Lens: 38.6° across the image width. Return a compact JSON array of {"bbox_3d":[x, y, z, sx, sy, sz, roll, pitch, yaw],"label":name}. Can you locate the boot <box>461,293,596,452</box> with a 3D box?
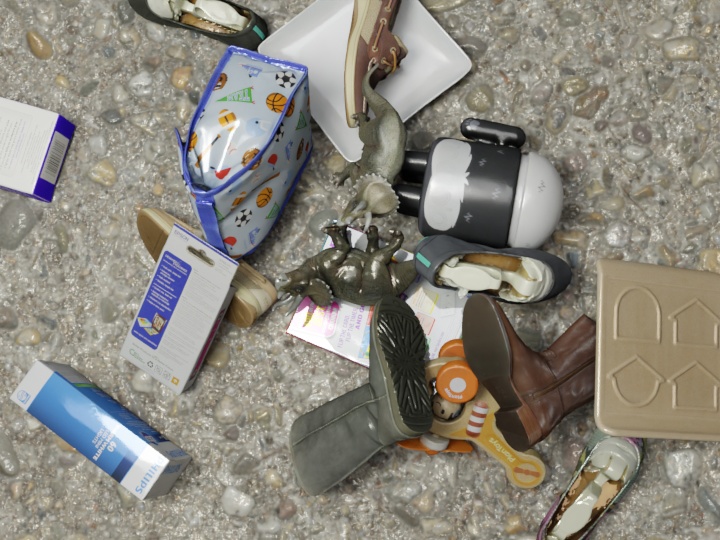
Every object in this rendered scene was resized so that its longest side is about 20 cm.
[{"bbox_3d":[0.211,0.080,1.149,0.200,0.064,0.187,-27,105,-37],"label":"boot"}]

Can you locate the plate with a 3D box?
[{"bbox_3d":[0.006,-0.265,1.295,0.199,0.032,0.200,-39,80,-2],"label":"plate"}]

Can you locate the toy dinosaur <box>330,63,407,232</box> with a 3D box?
[{"bbox_3d":[0.022,-0.135,1.179,0.077,0.102,0.201,21,83,-33],"label":"toy dinosaur"}]

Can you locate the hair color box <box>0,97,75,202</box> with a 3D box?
[{"bbox_3d":[-0.480,-0.168,1.314,0.199,0.065,0.110,17,84,6],"label":"hair color box"}]

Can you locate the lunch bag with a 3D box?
[{"bbox_3d":[-0.141,-0.127,1.195,0.123,0.170,0.200,16,65,10],"label":"lunch bag"}]

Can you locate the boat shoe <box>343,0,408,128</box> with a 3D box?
[{"bbox_3d":[0.022,-0.269,1.245,0.072,0.072,0.201,8,80,3],"label":"boat shoe"}]

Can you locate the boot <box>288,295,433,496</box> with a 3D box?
[{"bbox_3d":[-0.007,0.146,1.182,0.072,0.200,0.182,15,56,-30],"label":"boot"}]

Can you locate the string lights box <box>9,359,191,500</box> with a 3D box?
[{"bbox_3d":[-0.306,0.188,1.225,0.200,0.103,0.059,35,86,10],"label":"string lights box"}]

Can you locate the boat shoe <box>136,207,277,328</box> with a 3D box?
[{"bbox_3d":[-0.191,-0.012,1.267,0.200,0.071,0.065,41,52,8],"label":"boat shoe"}]

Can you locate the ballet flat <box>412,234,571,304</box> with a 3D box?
[{"bbox_3d":[0.155,0.008,1.144,0.199,0.073,0.073,11,82,-19],"label":"ballet flat"}]

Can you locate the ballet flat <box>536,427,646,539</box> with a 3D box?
[{"bbox_3d":[0.269,0.249,1.175,0.069,0.071,0.200,35,86,10],"label":"ballet flat"}]

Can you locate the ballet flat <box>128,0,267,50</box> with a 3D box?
[{"bbox_3d":[-0.211,-0.339,1.309,0.199,0.068,0.068,19,85,8],"label":"ballet flat"}]

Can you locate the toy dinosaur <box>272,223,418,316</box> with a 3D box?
[{"bbox_3d":[0.000,0.000,1.198,0.199,0.077,0.103,3,99,-5],"label":"toy dinosaur"}]

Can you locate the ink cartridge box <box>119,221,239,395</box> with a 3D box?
[{"bbox_3d":[-0.213,0.045,1.226,0.095,0.037,0.200,32,117,10],"label":"ink cartridge box"}]

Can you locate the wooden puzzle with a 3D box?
[{"bbox_3d":[0.340,0.093,1.176,0.185,0.046,0.201,7,77,-23],"label":"wooden puzzle"}]

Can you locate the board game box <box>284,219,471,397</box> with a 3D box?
[{"bbox_3d":[0.030,0.046,1.243,0.200,0.040,0.153,23,85,9],"label":"board game box"}]

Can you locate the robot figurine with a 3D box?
[{"bbox_3d":[0.138,-0.089,1.213,0.199,0.125,0.151,9,120,7],"label":"robot figurine"}]

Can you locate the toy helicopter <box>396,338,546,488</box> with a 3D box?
[{"bbox_3d":[0.129,0.185,1.179,0.200,0.079,0.132,42,107,-10],"label":"toy helicopter"}]
